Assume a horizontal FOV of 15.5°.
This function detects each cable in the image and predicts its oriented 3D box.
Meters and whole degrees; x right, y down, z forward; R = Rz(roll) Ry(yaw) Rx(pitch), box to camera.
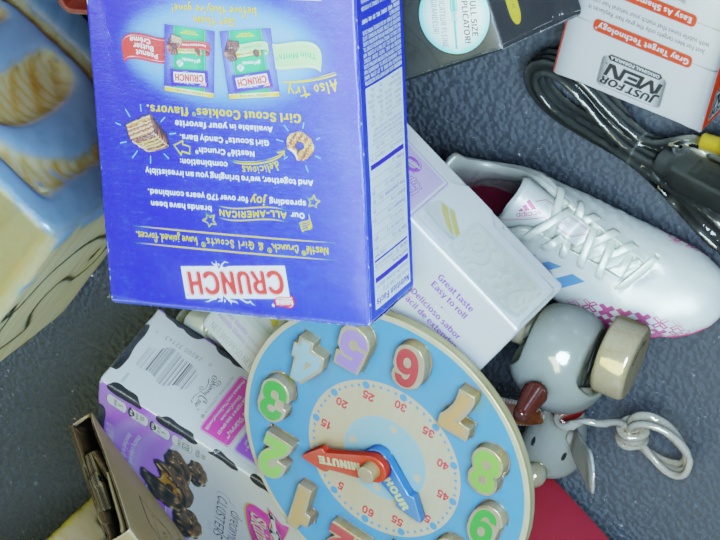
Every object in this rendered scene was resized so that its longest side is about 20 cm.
[{"bbox_3d":[0.191,-0.072,1.625,0.199,0.050,0.097,33,152,26],"label":"cable"}]

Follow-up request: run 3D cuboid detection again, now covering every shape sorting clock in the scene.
[{"bbox_3d":[0.014,0.112,1.582,0.199,0.039,0.201,20,129,26],"label":"shape sorting clock"}]

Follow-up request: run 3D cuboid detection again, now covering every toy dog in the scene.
[{"bbox_3d":[0.119,0.089,1.648,0.131,0.097,0.201,15,146,33],"label":"toy dog"}]

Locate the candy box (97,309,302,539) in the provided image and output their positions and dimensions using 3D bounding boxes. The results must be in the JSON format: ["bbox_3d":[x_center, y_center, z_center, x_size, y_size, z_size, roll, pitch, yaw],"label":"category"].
[{"bbox_3d":[-0.080,0.141,1.803,0.199,0.072,0.168,31,150,12],"label":"candy box"}]

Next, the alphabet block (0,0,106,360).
[{"bbox_3d":[-0.266,-0.062,1.760,0.196,0.195,0.200,44,127,4],"label":"alphabet block"}]

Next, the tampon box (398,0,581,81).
[{"bbox_3d":[0.000,-0.182,1.542,0.199,0.126,0.151,-16,96,29],"label":"tampon box"}]

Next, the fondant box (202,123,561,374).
[{"bbox_3d":[0.009,0.021,1.593,0.144,0.058,0.200,46,135,4],"label":"fondant box"}]

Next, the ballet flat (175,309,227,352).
[{"bbox_3d":[-0.097,0.007,1.787,0.068,0.067,0.201,11,118,27],"label":"ballet flat"}]

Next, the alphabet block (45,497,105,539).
[{"bbox_3d":[-0.201,0.313,1.913,0.200,0.196,0.195,45,124,2],"label":"alphabet block"}]

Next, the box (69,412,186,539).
[{"bbox_3d":[-0.121,0.203,1.757,0.021,0.164,0.200,-34,119,1],"label":"box"}]

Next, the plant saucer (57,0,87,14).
[{"bbox_3d":[-0.119,-0.255,1.676,0.199,0.037,0.201,5,124,24],"label":"plant saucer"}]

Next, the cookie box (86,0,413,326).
[{"bbox_3d":[-0.061,-0.080,1.487,0.170,0.075,0.201,5,109,24],"label":"cookie box"}]

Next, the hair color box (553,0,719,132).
[{"bbox_3d":[0.188,-0.194,1.542,0.101,0.061,0.201,24,122,17],"label":"hair color box"}]

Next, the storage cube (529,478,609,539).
[{"bbox_3d":[0.080,0.257,1.727,0.180,0.199,0.171,47,128,19],"label":"storage cube"}]

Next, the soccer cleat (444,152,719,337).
[{"bbox_3d":[0.130,-0.016,1.636,0.199,0.070,0.086,20,162,19],"label":"soccer cleat"}]
